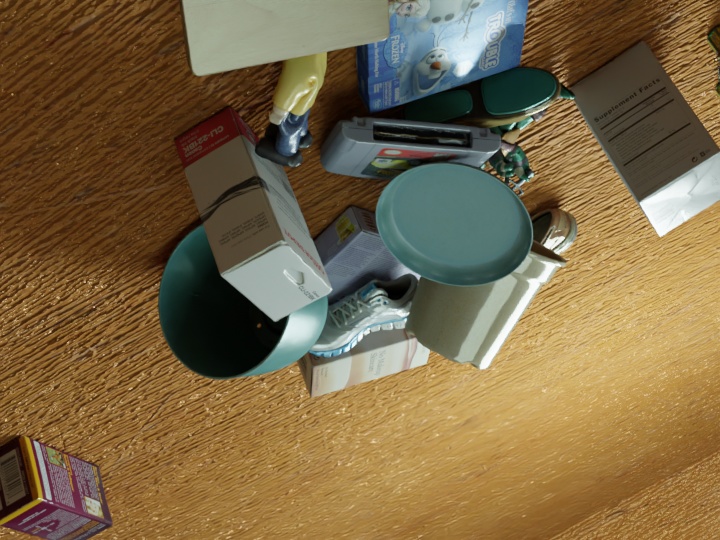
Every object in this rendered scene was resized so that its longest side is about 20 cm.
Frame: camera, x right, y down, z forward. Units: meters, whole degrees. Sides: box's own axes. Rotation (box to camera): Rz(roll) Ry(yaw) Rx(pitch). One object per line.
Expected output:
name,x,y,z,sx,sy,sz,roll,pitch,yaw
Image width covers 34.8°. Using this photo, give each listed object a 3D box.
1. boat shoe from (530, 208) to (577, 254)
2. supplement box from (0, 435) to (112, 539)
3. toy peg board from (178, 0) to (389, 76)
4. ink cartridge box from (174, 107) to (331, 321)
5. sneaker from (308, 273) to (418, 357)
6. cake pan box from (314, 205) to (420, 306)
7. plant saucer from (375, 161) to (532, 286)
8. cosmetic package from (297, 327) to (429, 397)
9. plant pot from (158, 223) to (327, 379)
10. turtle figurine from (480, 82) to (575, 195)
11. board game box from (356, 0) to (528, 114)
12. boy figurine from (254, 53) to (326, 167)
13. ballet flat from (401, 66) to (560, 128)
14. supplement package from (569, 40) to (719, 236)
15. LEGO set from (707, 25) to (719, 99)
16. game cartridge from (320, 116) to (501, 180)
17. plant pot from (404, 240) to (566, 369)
boat shoe,0.240,-0.026,1.763,0.200,0.076,0.072,-46,140,17
supplement box,-0.482,0.345,1.780,0.085,0.111,0.200,-29,149,10
toy peg board,-0.085,-0.309,1.077,0.198,0.098,0.201,-14,123,-16
ink cartridge box,-0.122,-0.062,1.320,0.083,0.201,0.144,-29,149,8
sneaker,-0.002,0.052,1.624,0.199,0.075,0.087,-23,144,-20
cake pan box,0.000,0.000,1.650,0.199,0.053,0.184,13,135,-46
plant saucer,0.118,-0.061,1.437,0.198,0.028,0.201,10,136,10
cosmetic package,0.003,0.115,1.790,0.198,0.088,0.104,-16,147,-14
plant pot,-0.135,0.042,1.490,0.200,0.202,0.161,-36,160,19
turtle figurine,0.188,-0.160,1.482,0.201,0.100,0.150,-57,171,23
board game box,0.092,-0.281,1.289,0.197,0.044,0.201,-20,150,-10
boy figurine,-0.071,-0.206,1.235,0.064,0.125,0.201,17,135,6
ballet flat,0.149,-0.202,1.408,0.198,0.069,0.063,-8,162,16
supplement package,0.380,-0.172,1.503,0.119,0.201,0.121,-32,148,13
LEGO set,0.561,-0.268,1.563,0.153,0.116,0.200,-25,149,1
game cartridge,0.057,-0.145,1.407,0.198,0.041,0.133,3,170,-15
plant pot,0.155,0.026,1.591,0.200,0.200,0.185,14,105,-46
